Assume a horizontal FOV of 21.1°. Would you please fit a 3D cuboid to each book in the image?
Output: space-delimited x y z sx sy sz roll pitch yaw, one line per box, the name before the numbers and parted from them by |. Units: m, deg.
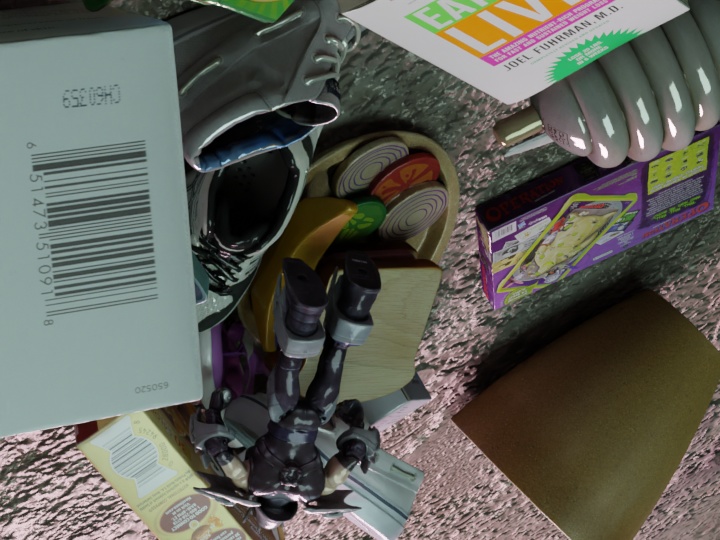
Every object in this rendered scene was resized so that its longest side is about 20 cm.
book | 0.088 -0.162 1.107 0.133 0.048 0.199 -29 156 25

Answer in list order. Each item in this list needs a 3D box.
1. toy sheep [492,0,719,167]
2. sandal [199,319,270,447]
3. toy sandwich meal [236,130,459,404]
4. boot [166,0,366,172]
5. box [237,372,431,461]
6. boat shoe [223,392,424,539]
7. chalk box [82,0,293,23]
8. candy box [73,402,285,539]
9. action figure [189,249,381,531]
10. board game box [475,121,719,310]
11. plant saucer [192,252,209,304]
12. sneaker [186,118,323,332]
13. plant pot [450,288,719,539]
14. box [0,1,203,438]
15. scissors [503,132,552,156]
toy sheep | 0.173 -0.134 1.249 0.199 0.139 0.138 -30 150 0
sandal | -0.087 0.067 1.373 0.049 0.083 0.203 -7 160 1
toy sandwich meal | 0.000 0.000 1.322 0.204 0.070 0.206 -24 139 -23
boot | -0.027 -0.125 1.125 0.199 0.096 0.074 -27 150 -5
box | -0.044 0.138 1.502 0.199 0.041 0.156 -32 173 5
boat shoe | -0.024 0.124 1.379 0.067 0.073 0.200 -59 139 -12
chalk box | -0.072 -0.210 0.935 0.200 0.125 0.123 -44 146 25
candy box | -0.123 0.144 1.338 0.055 0.116 0.201 -32 119 6
action figure | -0.040 0.089 1.261 0.129 0.069 0.202 3 118 -27
board game box | 0.184 -0.048 1.490 0.198 0.032 0.120 -24 145 -9
plant saucer | -0.166 0.008 1.156 0.199 0.070 0.019 -19 -162 46
sneaker | -0.086 -0.030 1.202 0.075 0.088 0.201 21 123 -8
plant pot | 0.211 0.120 1.637 0.200 0.186 0.186 -46 149 1
box | -0.198 -0.026 0.987 0.198 0.131 0.201 -10 104 -22
scissors | 0.197 -0.117 1.411 0.199 0.014 0.073 -31 152 -1
